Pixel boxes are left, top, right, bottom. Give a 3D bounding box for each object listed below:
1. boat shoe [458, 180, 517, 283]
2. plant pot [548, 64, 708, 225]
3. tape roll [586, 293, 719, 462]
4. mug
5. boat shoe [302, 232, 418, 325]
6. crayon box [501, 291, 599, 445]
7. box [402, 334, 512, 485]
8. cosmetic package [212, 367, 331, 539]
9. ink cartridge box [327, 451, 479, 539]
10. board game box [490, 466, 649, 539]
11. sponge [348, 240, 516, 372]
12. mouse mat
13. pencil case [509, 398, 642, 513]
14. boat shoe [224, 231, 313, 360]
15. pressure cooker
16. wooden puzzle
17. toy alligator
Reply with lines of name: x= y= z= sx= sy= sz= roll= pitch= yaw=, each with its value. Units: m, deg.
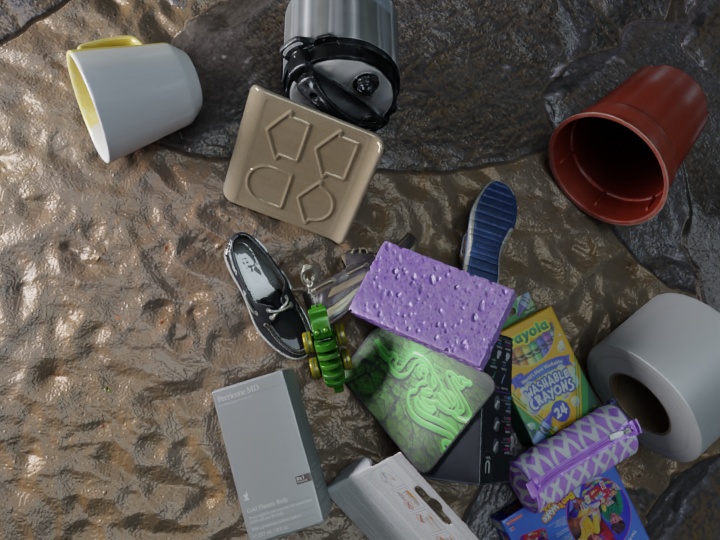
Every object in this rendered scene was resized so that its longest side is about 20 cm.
boat shoe: x=0.183 y=-0.042 z=1.032 sx=0.071 sy=0.072 sz=0.203 roll=22 pitch=70 yaw=-6
plant pot: x=0.437 y=-0.211 z=1.070 sx=0.195 sy=0.201 sz=0.201 roll=-42 pitch=90 yaw=-25
tape roll: x=0.454 y=0.155 z=0.987 sx=0.138 sy=0.203 sz=0.204 roll=-33 pitch=87 yaw=-17
mug: x=-0.313 y=-0.263 z=0.937 sx=0.152 sy=0.149 sz=0.189 roll=-23 pitch=91 yaw=-23
boat shoe: x=0.000 y=0.000 z=0.985 sx=0.199 sy=0.074 sz=0.074 roll=-39 pitch=89 yaw=-17
crayon box: x=0.260 y=0.144 z=1.024 sx=0.124 sy=0.052 sz=0.202 roll=-24 pitch=84 yaw=-16
box: x=0.136 y=0.186 z=0.935 sx=0.106 sy=0.121 sz=0.204 roll=20 pitch=70 yaw=-53
cosmetic package: x=-0.116 y=0.240 z=0.896 sx=0.105 sy=0.090 sz=0.203 roll=-19 pitch=85 yaw=3
ink cartridge box: x=0.060 y=0.307 z=0.874 sx=0.161 sy=0.200 sz=0.050 roll=47 pitch=46 yaw=1
board game box: x=0.308 y=0.379 z=0.991 sx=0.198 sy=0.045 sz=0.136 roll=-24 pitch=85 yaw=-15
sponge: x=0.094 y=0.044 z=0.901 sx=0.198 sy=0.030 sz=0.113 roll=22 pitch=76 yaw=24
mouse mat: x=0.072 y=0.149 z=0.919 sx=0.200 sy=0.007 sz=0.162 roll=44 pitch=103 yaw=33
pencil case: x=0.305 y=0.266 z=0.958 sx=0.198 sy=0.085 sz=0.085 roll=-26 pitch=89 yaw=-15
boat shoe: x=-0.128 y=0.035 z=0.956 sx=0.073 sy=0.060 sz=0.202 roll=-27 pitch=86 yaw=-17
pressure cooker: x=-0.029 y=-0.299 z=0.968 sx=0.173 sy=0.179 sz=0.203 roll=0 pitch=65 yaw=-4
wooden puzzle: x=-0.084 y=-0.150 z=0.963 sx=0.197 sy=0.187 sz=0.047 roll=23 pitch=36 yaw=-5
toy alligator: x=-0.049 y=0.092 z=0.919 sx=0.058 sy=0.054 sz=0.203 roll=-14 pitch=113 yaw=-3
